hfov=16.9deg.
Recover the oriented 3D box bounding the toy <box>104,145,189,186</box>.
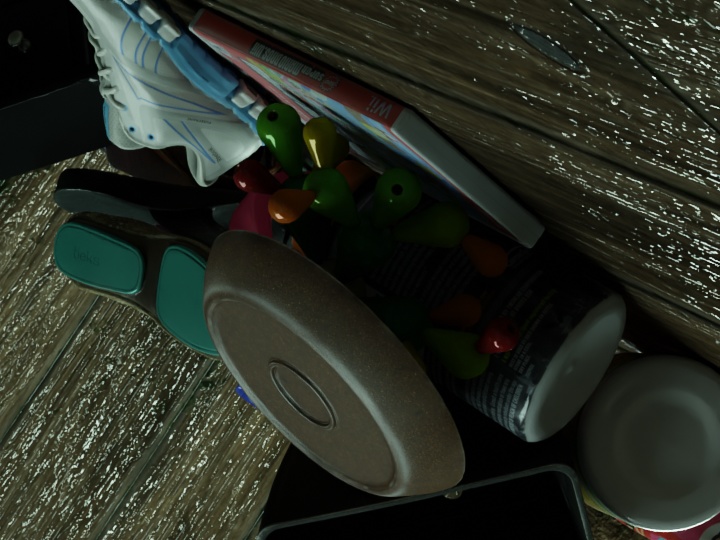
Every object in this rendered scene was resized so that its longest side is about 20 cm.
[{"bbox_3d":[-0.141,-0.088,1.735,0.200,0.047,0.115,23,-134,-52],"label":"toy"}]

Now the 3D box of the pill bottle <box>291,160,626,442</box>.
[{"bbox_3d":[0.054,0.010,1.475,0.200,0.106,0.106,34,177,22],"label":"pill bottle"}]

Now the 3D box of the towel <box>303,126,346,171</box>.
[{"bbox_3d":[-0.057,-0.098,1.720,0.200,0.022,0.147,39,173,-36],"label":"towel"}]

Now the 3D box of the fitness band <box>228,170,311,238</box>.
[{"bbox_3d":[0.000,0.000,1.582,0.200,0.037,0.144,3,-129,-46],"label":"fitness band"}]

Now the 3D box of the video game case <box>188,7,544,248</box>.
[{"bbox_3d":[0.002,-0.083,1.395,0.200,0.017,0.143,30,174,46],"label":"video game case"}]

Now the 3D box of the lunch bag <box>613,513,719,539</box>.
[{"bbox_3d":[0.260,0.172,1.790,0.200,0.082,0.176,21,-175,-34],"label":"lunch bag"}]

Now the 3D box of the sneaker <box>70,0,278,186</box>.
[{"bbox_3d":[-0.133,-0.120,1.450,0.200,0.087,0.075,42,-171,-30],"label":"sneaker"}]

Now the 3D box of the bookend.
[{"bbox_3d":[-0.245,-0.172,1.631,0.200,0.199,0.092,-15,156,18],"label":"bookend"}]

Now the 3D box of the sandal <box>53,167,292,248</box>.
[{"bbox_3d":[-0.113,-0.026,1.651,0.200,0.048,0.075,9,161,8],"label":"sandal"}]

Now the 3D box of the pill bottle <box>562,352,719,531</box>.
[{"bbox_3d":[0.184,0.110,1.601,0.111,0.111,0.200,34,177,-3],"label":"pill bottle"}]

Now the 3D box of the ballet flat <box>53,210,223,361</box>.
[{"bbox_3d":[-0.117,0.004,1.572,0.065,0.071,0.200,-4,-156,-46],"label":"ballet flat"}]

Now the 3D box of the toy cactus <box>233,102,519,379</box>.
[{"bbox_3d":[-0.007,0.002,1.398,0.200,0.102,0.165,42,140,4],"label":"toy cactus"}]

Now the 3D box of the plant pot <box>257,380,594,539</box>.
[{"bbox_3d":[0.055,0.168,1.576,0.178,0.199,0.200,-91,-14,-57],"label":"plant pot"}]

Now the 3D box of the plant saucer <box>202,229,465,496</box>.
[{"bbox_3d":[-0.024,0.063,1.402,0.200,0.034,0.200,39,158,18],"label":"plant saucer"}]

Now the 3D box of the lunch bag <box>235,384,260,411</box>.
[{"bbox_3d":[0.008,0.068,1.903,0.150,0.200,0.094,33,177,6],"label":"lunch bag"}]

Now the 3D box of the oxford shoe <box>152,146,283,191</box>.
[{"bbox_3d":[-0.078,-0.063,1.675,0.200,0.071,0.073,39,169,-36],"label":"oxford shoe"}]
